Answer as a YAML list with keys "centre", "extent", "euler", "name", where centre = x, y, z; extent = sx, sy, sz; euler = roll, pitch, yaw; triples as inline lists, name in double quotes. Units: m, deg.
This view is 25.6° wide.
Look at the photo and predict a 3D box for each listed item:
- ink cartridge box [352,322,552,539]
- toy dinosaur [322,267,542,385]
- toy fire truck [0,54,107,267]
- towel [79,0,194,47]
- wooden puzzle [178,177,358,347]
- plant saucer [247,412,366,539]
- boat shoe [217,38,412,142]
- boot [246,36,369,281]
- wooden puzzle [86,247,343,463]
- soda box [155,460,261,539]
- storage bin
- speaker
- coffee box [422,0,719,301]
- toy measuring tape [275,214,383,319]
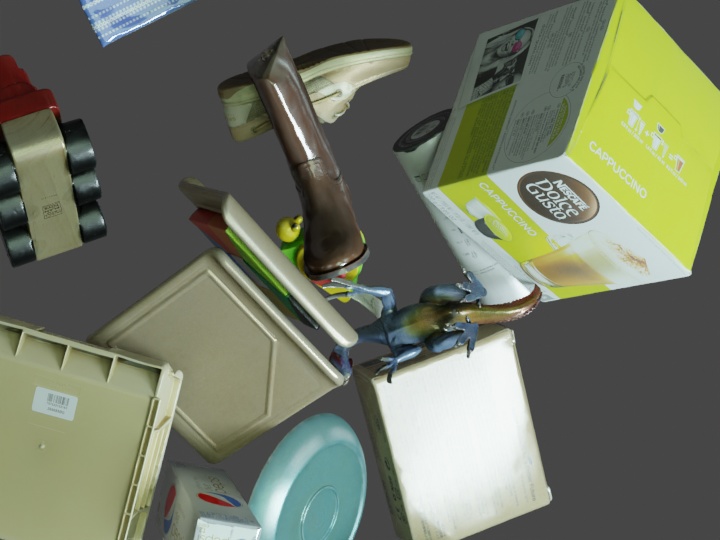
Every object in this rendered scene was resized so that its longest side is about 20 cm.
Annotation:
- centre: [0.096, 0.173, 1.670]
  extent: [0.163, 0.075, 0.202]
  euler: [-18, 104, -16]
  name: "ink cartridge box"
- centre: [0.054, 0.070, 1.591]
  extent: [0.198, 0.181, 0.106]
  euler: [9, 70, -33]
  name: "toy dinosaur"
- centre: [-0.329, -0.125, 1.458]
  extent: [0.127, 0.177, 0.201]
  euler: [-19, 63, -14]
  name: "toy fire truck"
- centre: [-0.226, -0.335, 1.507]
  extent: [0.144, 0.024, 0.202]
  euler: [-28, 106, -11]
  name: "towel"
- centre: [-0.095, -0.006, 1.510]
  extent: [0.037, 0.200, 0.185]
  euler: [-44, 109, -6]
  name: "wooden puzzle"
- centre: [-0.049, 0.244, 1.596]
  extent: [0.199, 0.027, 0.203]
  euler: [-30, 127, -49]
  name: "plant saucer"
- centre: [-0.040, -0.181, 1.573]
  extent: [0.198, 0.071, 0.065]
  euler: [-16, 108, -5]
  name: "boat shoe"
- centre: [-0.055, -0.106, 1.461]
  extent: [0.064, 0.187, 0.202]
  euler: [-19, 111, 2]
  name: "boot"
- centre: [-0.141, 0.083, 1.539]
  extent: [0.199, 0.037, 0.185]
  euler: [-32, 112, 31]
  name: "wooden puzzle"
- centre: [-0.150, 0.245, 1.533]
  extent: [0.063, 0.200, 0.069]
  euler: [12, 95, -16]
  name: "soda box"
- centre: [-0.289, 0.159, 1.495]
  extent: [0.198, 0.094, 0.201]
  euler: [15, 94, 3]
  name: "storage bin"
- centre: [0.114, -0.061, 1.634]
  extent: [0.081, 0.081, 0.201]
  euler: [-35, 107, -10]
  name: "speaker"
- centre: [0.216, -0.117, 1.548]
  extent: [0.199, 0.197, 0.202]
  euler: [38, 60, -30]
  name: "coffee box"
- centre: [0.000, 0.000, 1.610]
  extent: [0.199, 0.074, 0.074]
  euler: [34, 88, -20]
  name: "toy measuring tape"
